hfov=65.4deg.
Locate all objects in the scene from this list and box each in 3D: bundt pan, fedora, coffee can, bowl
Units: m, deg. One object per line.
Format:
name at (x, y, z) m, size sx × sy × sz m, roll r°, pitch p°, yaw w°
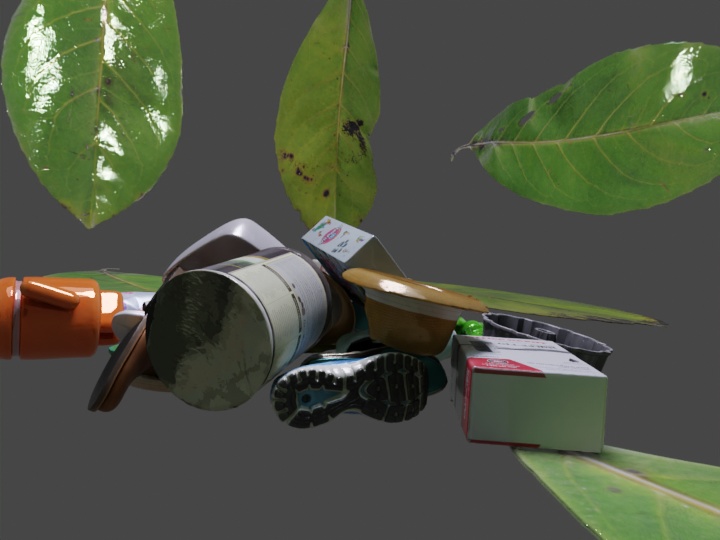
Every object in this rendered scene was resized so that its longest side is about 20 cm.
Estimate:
bundt pan at (0.276, 0.129, 0.867) m, size 0.198 × 0.077 × 0.202 m, roll 14°, pitch 6°, yaw -1°
fedora at (0.062, 0.055, 0.703) m, size 0.197 × 0.083 × 0.201 m, roll 14°, pitch 2°, yaw 0°
fedora at (-0.105, 0.078, 0.967) m, size 0.198 × 0.203 × 0.082 m, roll 6°, pitch 40°, yaw 25°
coffee can at (-0.130, 0.057, 0.659) m, size 0.144 × 0.149 × 0.200 m, roll 5°, pitch 10°, yaw 14°
bowl at (-0.173, 0.011, 0.851) m, size 0.198 × 0.075 × 0.199 m, roll -27°, pitch -54°, yaw 33°

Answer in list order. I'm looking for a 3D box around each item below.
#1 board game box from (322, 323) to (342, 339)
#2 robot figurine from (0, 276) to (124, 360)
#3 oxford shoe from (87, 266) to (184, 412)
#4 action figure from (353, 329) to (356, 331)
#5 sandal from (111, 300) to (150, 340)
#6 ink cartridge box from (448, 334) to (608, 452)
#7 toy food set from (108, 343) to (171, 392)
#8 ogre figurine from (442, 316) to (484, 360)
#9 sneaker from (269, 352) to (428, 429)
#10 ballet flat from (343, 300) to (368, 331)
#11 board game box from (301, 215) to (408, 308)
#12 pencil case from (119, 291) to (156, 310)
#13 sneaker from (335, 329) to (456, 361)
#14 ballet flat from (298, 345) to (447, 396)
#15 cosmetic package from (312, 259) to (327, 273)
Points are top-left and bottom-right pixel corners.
board game box at (-0.120, 0.078, 1.054) m, size 0.197 × 0.122 × 0.032 m, roll 5°, pitch 32°, yaw 23°
robot figurine at (-0.443, 0.066, 0.795) m, size 0.197 × 0.119 × 0.143 m, roll 2°, pitch 4°, yaw -30°
oxford shoe at (-0.236, 0.085, 0.651) m, size 0.071 × 0.201 × 0.071 m, roll 43°, pitch -45°, yaw -19°
action figure at (-0.028, 0.112, 1.118) m, size 0.197 × 0.056 × 0.118 m, roll 14°, pitch 5°, yaw 24°
sandal at (-0.271, 0.078, 0.853) m, size 0.204 × 0.060 × 0.079 m, roll 11°, pitch -44°, yaw -34°
ink cartridge box at (0.188, 0.138, 0.676) m, size 0.142 × 0.085 × 0.200 m, roll 4°, pitch 3°, yaw 3°
toy food set at (-0.233, 0.119, 0.759) m, size 0.196 × 0.050 × 0.198 m, roll 4°, pitch 3°, yaw -7°
ogre figurine at (0.141, 0.115, 1.002) m, size 0.198 × 0.100 × 0.119 m, roll -13°, pitch 10°, yaw 39°
sneaker at (-0.012, 0.129, 0.651) m, size 0.197 × 0.080 × 0.090 m, roll 3°, pitch 0°, yaw -22°
ballet flat at (0.062, 0.069, 0.971) m, size 0.197 × 0.077 × 0.064 m, roll -7°, pitch 11°, yaw 35°
board game box at (0.000, 0.000, 0.887) m, size 0.148 × 0.064 × 0.200 m, roll 52°, pitch -10°, yaw -25°
pencil case at (-0.357, 0.079, 0.968) m, size 0.198 × 0.084 × 0.091 m, roll 1°, pitch -30°, yaw -43°
sneaker at (0.063, 0.122, 0.852) m, size 0.197 × 0.075 × 0.118 m, roll -5°, pitch -1°, yaw -6°
ballet flat at (0.016, 0.132, 0.749) m, size 0.196 × 0.069 × 0.062 m, roll 4°, pitch -7°, yaw -5°
cosmetic package at (-0.005, 0.045, 1.116) m, size 0.198 × 0.089 × 0.103 m, roll 16°, pitch 4°, yaw 35°
